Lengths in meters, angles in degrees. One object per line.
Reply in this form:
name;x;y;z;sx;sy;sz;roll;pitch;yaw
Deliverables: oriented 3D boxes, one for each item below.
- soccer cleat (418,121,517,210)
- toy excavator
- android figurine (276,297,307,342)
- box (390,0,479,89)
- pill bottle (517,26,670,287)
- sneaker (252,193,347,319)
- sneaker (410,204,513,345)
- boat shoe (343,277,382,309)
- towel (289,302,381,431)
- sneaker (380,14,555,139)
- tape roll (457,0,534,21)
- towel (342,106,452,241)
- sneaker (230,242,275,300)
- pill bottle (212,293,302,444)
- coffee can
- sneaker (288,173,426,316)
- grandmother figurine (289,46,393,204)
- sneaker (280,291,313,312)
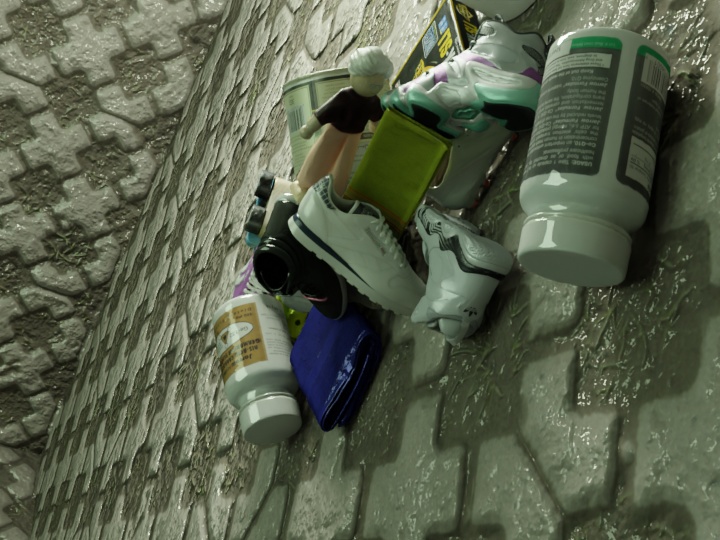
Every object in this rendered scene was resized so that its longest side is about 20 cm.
soccer cleat;0.134;-0.162;1.118;0.202;0.076;0.070;-63;23;18
toy excavator;-0.163;-0.053;1.741;0.200;0.098;0.198;132;153;-70
android figurine;-0.132;0.072;1.610;0.181;0.040;0.204;-13;61;65
box;0.104;-0.241;1.295;0.160;0.049;0.202;-52;28;36
pill bottle;0.201;-0.097;0.860;0.113;0.112;0.204;-16;57;64
sneaker;-0.079;0.012;1.230;0.070;0.202;0.100;4;47;29
sneaker;0.092;0.003;1.087;0.117;0.074;0.200;-67;22;10
boat shoe;0.000;0.000;1.306;0.199;0.073;0.076;22;135;54
towel;-0.032;0.113;1.338;0.149;0.049;0.200;-62;25;11
sneaker;0.123;-0.222;1.077;0.197;0.078;0.142;5;66;33
tape roll;0.186;-0.416;1.213;0.203;0.070;0.205;-49;30;42
towel;0.030;-0.094;1.139;0.201;0.085;0.018;-61;2;45
sneaker;-0.160;0.022;1.525;0.115;0.072;0.203;-79;12;-72
pill bottle;-0.150;0.147;1.460;0.115;0.113;0.203;-50;46;41
coffee can;-0.019;-0.149;1.286;0.146;0.144;0.204;173;89;-66
sneaker;0.012;-0.025;1.148;0.081;0.199;0.077;-51;12;15
grandmother figurine;-0.014;-0.169;1.141;0.060;0.120;0.202;41;127;21
sneaker;-0.045;-0.019;1.457;0.200;0.075;0.106;-40;25;40
